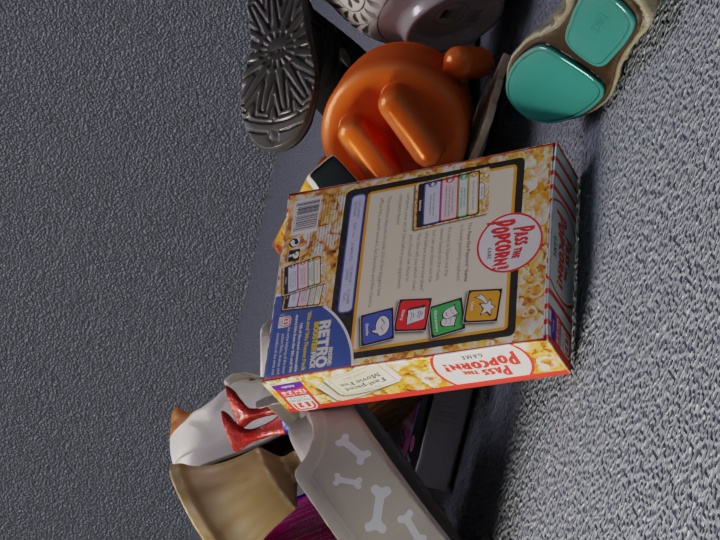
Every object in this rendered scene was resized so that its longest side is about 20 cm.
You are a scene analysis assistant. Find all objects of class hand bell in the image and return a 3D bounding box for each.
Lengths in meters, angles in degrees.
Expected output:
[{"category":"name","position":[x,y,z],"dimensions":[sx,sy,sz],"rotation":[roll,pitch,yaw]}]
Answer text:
[{"category":"hand bell","position":[-0.034,0.140,1.414],"dimensions":[0.104,0.199,0.104],"rotation":[58,-179,-2]}]

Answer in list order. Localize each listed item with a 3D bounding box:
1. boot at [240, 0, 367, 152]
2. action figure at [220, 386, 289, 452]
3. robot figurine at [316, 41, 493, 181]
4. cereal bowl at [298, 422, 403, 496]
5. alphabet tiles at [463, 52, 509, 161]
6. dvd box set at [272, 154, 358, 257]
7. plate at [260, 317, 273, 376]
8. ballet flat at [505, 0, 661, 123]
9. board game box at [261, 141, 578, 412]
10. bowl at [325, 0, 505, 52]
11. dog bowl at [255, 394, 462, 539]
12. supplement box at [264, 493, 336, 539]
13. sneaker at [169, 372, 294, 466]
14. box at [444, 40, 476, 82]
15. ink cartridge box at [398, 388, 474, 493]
[{"category":"boot","position":[-0.031,-0.142,1.587],"dimensions":[0.200,0.065,0.166],"rotation":[45,-137,-60]},{"category":"action figure","position":[-0.006,0.079,1.383],"dimensions":[0.065,0.199,0.052],"rotation":[-81,-26,-72]},{"category":"robot figurine","position":[0.033,-0.119,1.467],"dimensions":[0.200,0.116,0.145],"rotation":[-70,-4,-74]},{"category":"cereal bowl","position":[-0.006,0.118,1.605],"dimensions":[0.200,0.083,0.201],"rotation":[10,-90,-68]},{"category":"alphabet tiles","position":[0.081,-0.069,1.495],"dimensions":[0.200,0.015,0.196],"rotation":[-72,3,-54]},{"category":"dvd box set","position":[0.000,0.000,1.456],"dimensions":[0.029,0.146,0.200],"rotation":[-41,-3,-17]},{"category":"plate","position":[-0.033,0.117,1.687],"dimensions":[0.199,0.032,0.201],"rotation":[-34,-51,-61]},{"category":"ballet flat","position":[0.150,-0.150,1.173],"dimensions":[0.062,0.067,0.200],"rotation":[-52,3,-21]},{"category":"board game box","position":[0.040,0.005,1.219],"dimensions":[0.046,0.199,0.152],"rotation":[50,-142,-48]},{"category":"bowl","position":[0.061,-0.240,1.530],"dimensions":[0.201,0.200,0.095],"rotation":[116,137,-60]},{"category":"dog bowl","position":[0.009,0.154,1.287],"dimensions":[0.059,0.200,0.200],"rotation":[-36,11,0]},{"category":"supplement box","position":[-0.018,0.254,1.436],"dimensions":[0.200,0.103,0.102],"rotation":[-102,-10,-71]},{"category":"sneaker","position":[-0.061,0.105,1.486],"dimensions":[0.073,0.199,0.085],"rotation":[71,-179,-57]},{"category":"box","position":[0.051,-0.107,1.677],"dimensions":[0.201,0.048,0.159],"rotation":[-77,5,-46]},{"category":"ink cartridge box","position":[0.072,0.063,1.448],"dimensions":[0.095,0.037,0.201],"rotation":[-107,31,-74]}]
